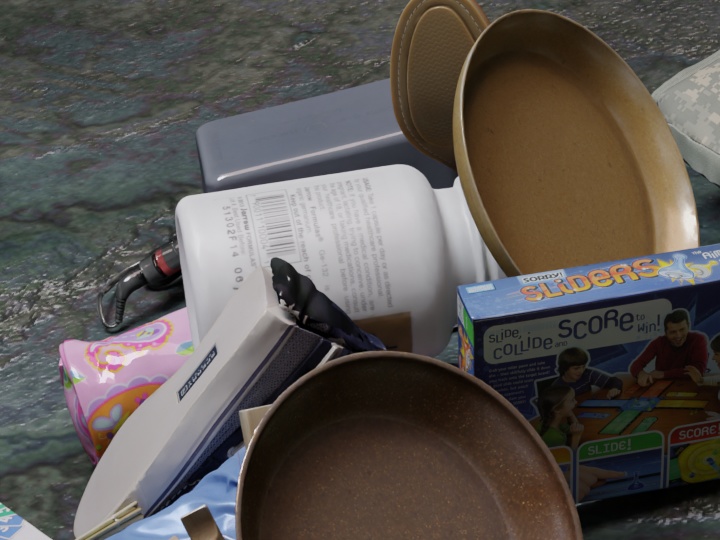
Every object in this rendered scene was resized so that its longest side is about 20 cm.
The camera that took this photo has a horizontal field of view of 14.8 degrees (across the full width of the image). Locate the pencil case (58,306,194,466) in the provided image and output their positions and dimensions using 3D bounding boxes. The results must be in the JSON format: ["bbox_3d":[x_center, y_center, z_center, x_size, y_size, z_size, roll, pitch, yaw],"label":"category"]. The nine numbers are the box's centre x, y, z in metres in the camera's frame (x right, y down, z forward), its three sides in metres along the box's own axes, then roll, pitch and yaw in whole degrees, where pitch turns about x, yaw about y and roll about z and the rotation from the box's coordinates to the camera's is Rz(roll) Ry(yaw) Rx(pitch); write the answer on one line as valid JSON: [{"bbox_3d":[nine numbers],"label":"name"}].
[{"bbox_3d":[-0.080,0.055,1.663,0.199,0.088,0.088,-18,31,-7],"label":"pencil case"}]

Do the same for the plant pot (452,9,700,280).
[{"bbox_3d":[0.117,-0.050,1.557,0.027,0.200,0.200,-24,18,40],"label":"plant pot"}]

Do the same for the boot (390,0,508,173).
[{"bbox_3d":[0.080,-0.116,1.670,0.073,0.201,0.155,-2,37,21],"label":"boot"}]

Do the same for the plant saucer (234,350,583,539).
[{"bbox_3d":[0.021,0.141,1.405,0.200,0.201,0.037,-36,-2,-34],"label":"plant saucer"}]

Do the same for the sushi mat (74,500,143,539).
[{"bbox_3d":[-0.189,0.202,1.453,0.200,0.096,0.012,-31,50,-29],"label":"sushi mat"}]

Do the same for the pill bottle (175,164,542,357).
[{"bbox_3d":[0.000,0.000,1.579,0.199,0.115,0.114,-9,30,-6],"label":"pill bottle"}]

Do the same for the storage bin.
[{"bbox_3d":[-0.013,-0.042,1.752,0.199,0.135,0.146,-13,31,-2],"label":"storage bin"}]

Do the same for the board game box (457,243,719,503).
[{"bbox_3d":[0.153,0.057,1.499,0.199,0.136,0.035,-8,33,-10],"label":"board game box"}]

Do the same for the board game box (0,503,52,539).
[{"bbox_3d":[-0.222,0.178,1.576,0.095,0.030,0.200,-31,38,-27],"label":"board game box"}]

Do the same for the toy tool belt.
[{"bbox_3d":[-0.099,0.162,1.429,0.200,0.123,0.125,-34,28,-14],"label":"toy tool belt"}]

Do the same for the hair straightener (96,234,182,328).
[{"bbox_3d":[-0.097,-0.019,1.848,0.200,0.041,0.077,-36,5,-21],"label":"hair straightener"}]

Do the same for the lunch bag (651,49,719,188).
[{"bbox_3d":[0.297,-0.085,1.727,0.199,0.118,0.164,-19,32,-19],"label":"lunch bag"}]

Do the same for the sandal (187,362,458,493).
[{"bbox_3d":[-0.026,0.091,1.569,0.202,0.050,0.082,-23,32,-13],"label":"sandal"}]

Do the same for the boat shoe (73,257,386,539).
[{"bbox_3d":[-0.067,0.093,1.511,0.200,0.093,0.075,-49,24,21],"label":"boat shoe"}]
